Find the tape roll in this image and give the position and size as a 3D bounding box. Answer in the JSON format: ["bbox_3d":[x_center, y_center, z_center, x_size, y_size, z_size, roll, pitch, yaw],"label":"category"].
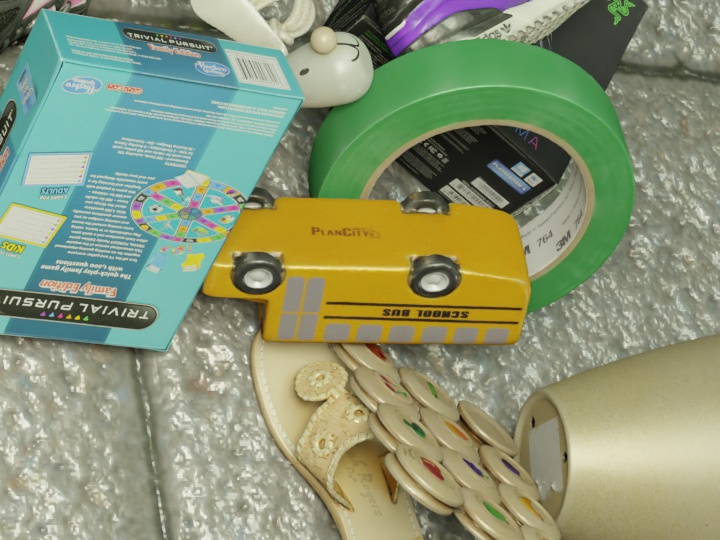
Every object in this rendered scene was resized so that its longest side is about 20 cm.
[{"bbox_3d":[0.068,-0.052,1.554,0.200,0.201,0.048,21,37,-25],"label":"tape roll"}]

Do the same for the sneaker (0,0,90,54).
[{"bbox_3d":[-0.204,-0.168,1.507,0.086,0.080,0.200,42,56,-25],"label":"sneaker"}]

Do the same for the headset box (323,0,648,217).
[{"bbox_3d":[0.081,-0.160,1.685,0.174,0.093,0.200,40,51,-13],"label":"headset box"}]

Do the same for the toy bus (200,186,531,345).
[{"bbox_3d":[0.000,0.000,1.516,0.199,0.078,0.065,1,46,-10],"label":"toy bus"}]

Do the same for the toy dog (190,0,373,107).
[{"bbox_3d":[-0.103,-0.122,1.486,0.200,0.096,0.132,-28,54,-6],"label":"toy dog"}]

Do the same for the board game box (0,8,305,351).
[{"bbox_3d":[-0.143,-0.046,1.409,0.151,0.200,0.047,7,40,-32],"label":"board game box"}]

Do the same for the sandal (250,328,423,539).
[{"bbox_3d":[0.005,0.116,1.514,0.078,0.070,0.212,-15,77,-32],"label":"sandal"}]

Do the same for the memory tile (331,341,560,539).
[{"bbox_3d":[0.058,0.111,1.503,0.153,0.017,0.200,35,13,-26],"label":"memory tile"}]

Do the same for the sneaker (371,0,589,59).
[{"bbox_3d":[0.082,-0.190,1.593,0.200,0.070,0.100,-30,85,-41],"label":"sneaker"}]

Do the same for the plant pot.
[{"bbox_3d":[0.206,0.121,1.600,0.200,0.187,0.188,2,67,-19],"label":"plant pot"}]
